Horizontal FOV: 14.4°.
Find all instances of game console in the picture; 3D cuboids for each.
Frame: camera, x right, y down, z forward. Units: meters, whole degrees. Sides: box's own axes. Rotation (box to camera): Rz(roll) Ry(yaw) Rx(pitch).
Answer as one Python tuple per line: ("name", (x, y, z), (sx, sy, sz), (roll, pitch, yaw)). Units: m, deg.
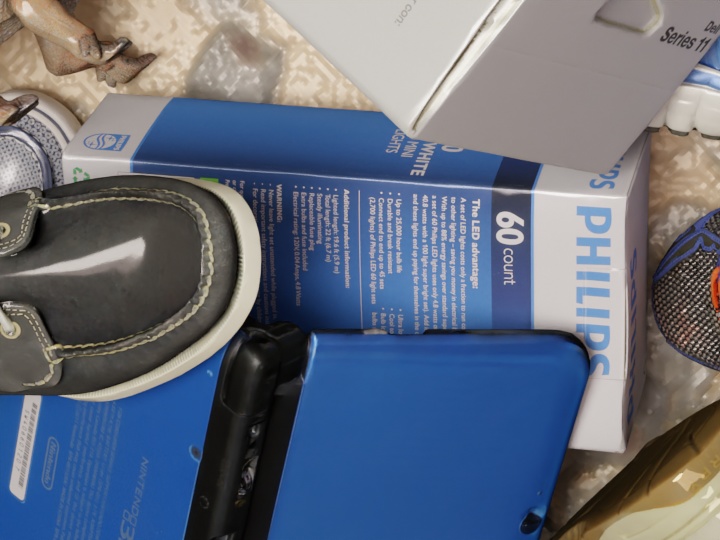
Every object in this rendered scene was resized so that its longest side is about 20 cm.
("game console", (-0.036, 0.076, 1.018), (0.171, 0.118, 0.200), (36, 129, 29))

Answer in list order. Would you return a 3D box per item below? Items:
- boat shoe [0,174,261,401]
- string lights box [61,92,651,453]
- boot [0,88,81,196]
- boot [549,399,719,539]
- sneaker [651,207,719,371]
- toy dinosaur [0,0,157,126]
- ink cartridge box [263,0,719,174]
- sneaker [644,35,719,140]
("boat shoe", (-0.120, 0.010, 0.935), (0.200, 0.068, 0.072), (-8, 86, 35))
("string lights box", (0.000, 0.000, 1.010), (0.200, 0.059, 0.103), (5, 118, 12))
("boot", (-0.156, 0.033, 1.047), (0.073, 0.090, 0.200), (21, 105, 8))
("boot", (0.138, 0.125, 0.948), (0.155, 0.200, 0.072), (44, 74, 3))
("sneaker", (0.145, 0.015, 0.933), (0.078, 0.200, 0.075), (-22, 100, -21))
("toy dinosaur", (-0.149, -0.109, 0.993), (0.200, 0.086, 0.136), (-36, 89, -28))
("ink cartridge box", (0.009, -0.125, 0.918), (0.200, 0.147, 0.083), (44, 108, 26))
("sneaker", (0.156, -0.083, 0.960), (0.200, 0.079, 0.089), (12, 106, 10))
